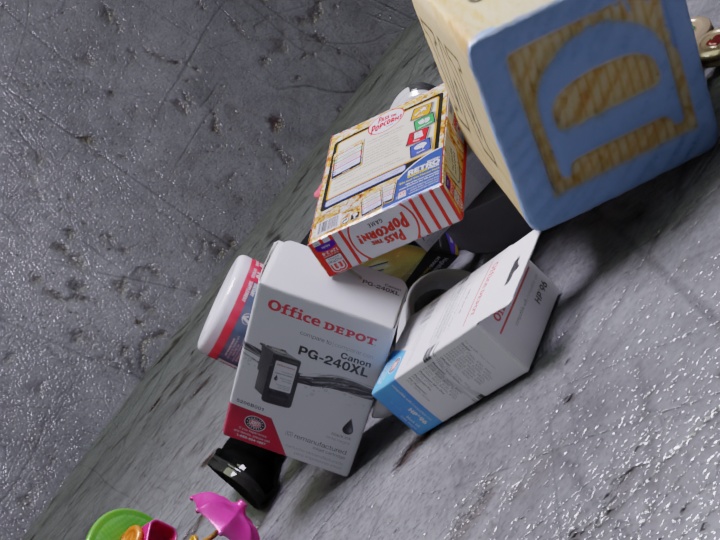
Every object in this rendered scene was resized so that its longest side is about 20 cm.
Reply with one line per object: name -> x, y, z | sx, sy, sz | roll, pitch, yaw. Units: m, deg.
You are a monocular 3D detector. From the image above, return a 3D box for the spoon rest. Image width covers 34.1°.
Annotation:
spoon rest -> 0.056, 0.071, 1.228 | 0.201, 0.060, 0.100 | -55, -13, -38

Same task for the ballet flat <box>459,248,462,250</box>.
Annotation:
ballet flat -> 0.130, -0.085, 1.454 | 0.063, 0.068, 0.201 | -35, 17, 19

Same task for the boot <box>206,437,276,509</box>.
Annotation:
boot -> -0.115, 0.197, 1.448 | 0.158, 0.079, 0.211 | -51, 11, -7

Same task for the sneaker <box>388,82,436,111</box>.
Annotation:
sneaker -> 0.058, -0.118, 1.413 | 0.116, 0.074, 0.202 | -89, 13, -52

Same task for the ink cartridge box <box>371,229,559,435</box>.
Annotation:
ink cartridge box -> 0.109, 0.057, 1.077 | 0.200, 0.068, 0.117 | -39, 15, 44

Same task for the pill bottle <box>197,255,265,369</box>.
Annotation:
pill bottle -> -0.073, 0.077, 1.328 | 0.121, 0.198, 0.120 | -61, 10, 19

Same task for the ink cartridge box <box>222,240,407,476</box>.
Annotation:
ink cartridge box -> -0.048, 0.090, 1.189 | 0.084, 0.143, 0.202 | -68, -5, -57

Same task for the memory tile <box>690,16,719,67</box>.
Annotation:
memory tile -> 0.276, -0.195, 1.193 | 0.199, 0.017, 0.153 | -38, 31, 0

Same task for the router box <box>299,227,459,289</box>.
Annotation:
router box -> 0.000, 0.000, 1.390 | 0.200, 0.155, 0.053 | -50, 39, 47

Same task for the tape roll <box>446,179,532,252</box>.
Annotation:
tape roll -> 0.165, -0.114, 1.296 | 0.199, 0.066, 0.201 | -33, 28, 20

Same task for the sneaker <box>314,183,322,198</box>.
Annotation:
sneaker -> -0.011, -0.051, 1.537 | 0.086, 0.074, 0.202 | -31, 48, 17

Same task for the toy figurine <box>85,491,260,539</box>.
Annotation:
toy figurine -> -0.190, 0.323, 1.267 | 0.183, 0.150, 0.202 | -31, 41, 31

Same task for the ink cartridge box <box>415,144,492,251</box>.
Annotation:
ink cartridge box -> 0.109, -0.123, 1.242 | 0.200, 0.044, 0.094 | -48, 28, 6

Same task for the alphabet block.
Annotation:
alphabet block -> 0.179, -0.190, 1.057 | 0.193, 0.198, 0.201 | -24, 31, -1

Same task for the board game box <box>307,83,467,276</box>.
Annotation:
board game box -> 0.032, -0.097, 1.177 | 0.150, 0.047, 0.201 | -22, 32, 23
